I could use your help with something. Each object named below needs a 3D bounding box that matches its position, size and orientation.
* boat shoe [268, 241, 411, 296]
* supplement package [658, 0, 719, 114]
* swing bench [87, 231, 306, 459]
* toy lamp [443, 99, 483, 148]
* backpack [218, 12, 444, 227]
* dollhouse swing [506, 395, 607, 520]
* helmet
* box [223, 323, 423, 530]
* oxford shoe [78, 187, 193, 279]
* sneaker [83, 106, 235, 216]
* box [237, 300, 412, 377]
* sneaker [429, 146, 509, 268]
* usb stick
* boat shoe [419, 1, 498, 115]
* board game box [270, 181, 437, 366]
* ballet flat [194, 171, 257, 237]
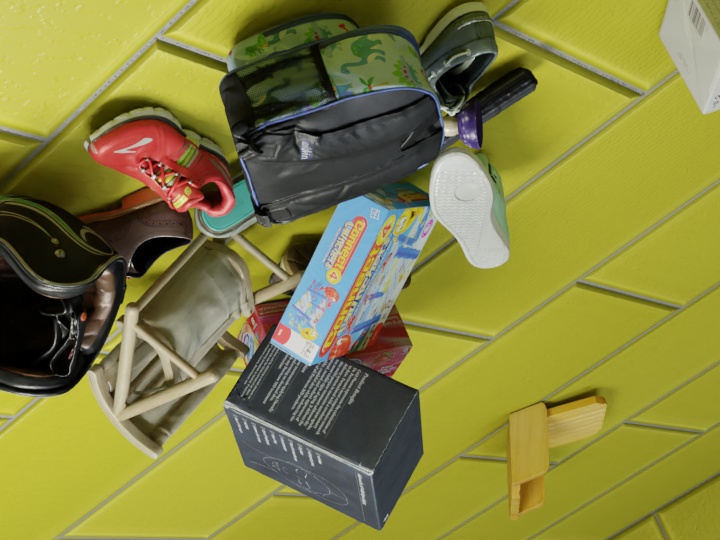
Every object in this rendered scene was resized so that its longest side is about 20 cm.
[{"bbox_3d":[-0.026,0.002,1.909,0.200,0.073,0.065,7,153,-39],"label":"boat shoe"},{"bbox_3d":[0.447,-0.275,1.687,0.200,0.121,0.120,-18,154,-10],"label":"supplement package"},{"bbox_3d":[-0.191,0.070,1.732,0.199,0.130,0.200,-51,-179,-42],"label":"swing bench"},{"bbox_3d":[0.024,-0.147,1.605,0.200,0.058,0.058,-4,157,12],"label":"toy lamp"},{"bbox_3d":[-0.029,-0.158,1.498,0.200,0.147,0.183,-17,154,-2],"label":"backpack"},{"bbox_3d":[0.347,0.332,2.731,0.175,0.182,0.200,-1,153,2],"label":"dollhouse swing"},{"bbox_3d":[-0.347,0.017,1.531,0.190,0.200,0.200,22,151,7],"label":"helmet"},{"bbox_3d":[-0.039,0.189,1.847,0.124,0.196,0.200,-58,163,-22],"label":"box"},{"bbox_3d":[-0.272,-0.020,1.654,0.200,0.073,0.071,-27,154,8],"label":"oxford shoe"},{"bbox_3d":[-0.189,-0.102,1.550,0.077,0.085,0.200,-37,152,24],"label":"sneaker"},{"bbox_3d":[-0.047,0.095,2.023,0.200,0.100,0.096,-8,150,-27],"label":"box"},{"bbox_3d":[0.120,-0.103,1.785,0.074,0.118,0.201,-12,143,11],"label":"sneaker"},{"bbox_3d":[0.105,-0.158,1.684,0.200,0.033,0.055,-33,-170,-5],"label":"usb stick"},{"bbox_3d":[0.082,-0.194,1.617,0.073,0.062,0.200,-8,152,-34],"label":"boat shoe"},{"bbox_3d":[0.000,0.000,1.764,0.200,0.056,0.196,-63,164,14],"label":"board game box"},{"bbox_3d":[-0.090,-0.100,1.673,0.200,0.067,0.064,-29,-176,-2],"label":"ballet flat"}]
